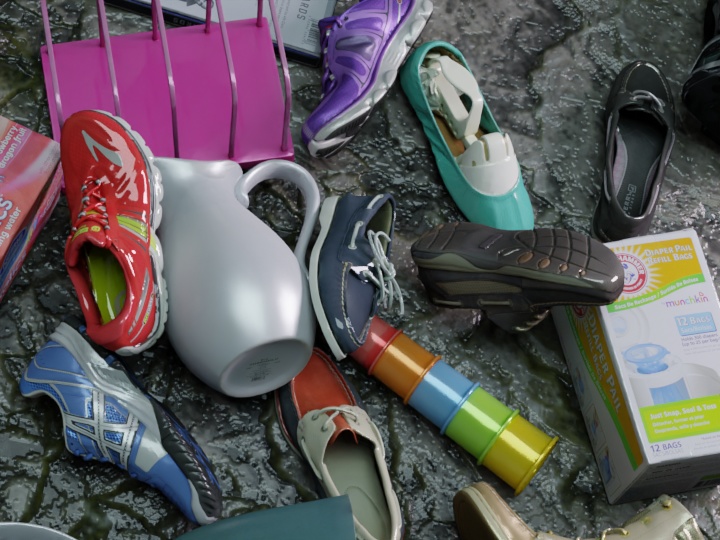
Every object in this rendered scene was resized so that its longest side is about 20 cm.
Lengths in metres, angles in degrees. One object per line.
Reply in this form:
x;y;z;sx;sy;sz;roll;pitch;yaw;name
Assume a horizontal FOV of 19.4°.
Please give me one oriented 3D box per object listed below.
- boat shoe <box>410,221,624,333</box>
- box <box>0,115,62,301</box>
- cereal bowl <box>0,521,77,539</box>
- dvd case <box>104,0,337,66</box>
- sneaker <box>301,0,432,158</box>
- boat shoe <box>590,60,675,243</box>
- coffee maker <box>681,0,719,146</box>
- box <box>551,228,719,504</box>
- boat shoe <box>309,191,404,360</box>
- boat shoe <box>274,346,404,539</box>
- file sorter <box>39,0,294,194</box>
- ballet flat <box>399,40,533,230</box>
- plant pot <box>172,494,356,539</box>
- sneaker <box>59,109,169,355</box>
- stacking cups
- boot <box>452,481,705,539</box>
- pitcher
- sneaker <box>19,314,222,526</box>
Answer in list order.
0.134;0.009;1.745;0.200;0.073;0.074;11;33;39;boat shoe
-0.325;-0.024;1.685;0.103;0.095;0.200;26;62;1;box
-0.262;0.292;1.551;0.200;0.083;0.200;3;64;-7;cereal bowl
-0.116;-0.276;1.894;0.200;0.025;0.150;17;62;-5;dvd case
-0.011;-0.179;1.841;0.083;0.081;0.200;31;53;-5;sneaker
0.250;-0.111;1.878;0.067;0.057;0.200;16;63;-5;boat shoe
0.399;-0.200;1.913;0.192;0.135;0.200;21;63;-3;coffee maker
0.244;0.079;1.761;0.112;0.101;0.200;-8;67;-17;box
0.000;0.000;1.723;0.062;0.075;0.200;-13;28;12;boat shoe
-0.015;0.145;1.694;0.071;0.063;0.200;-13;67;-16;boat shoe
-0.163;-0.166;1.759;0.200;0.125;0.139;-9;66;-8;file sorter
0.095;-0.117;1.839;0.067;0.070;0.200;-21;72;-21;ballet flat
-0.080;0.272;1.551;0.161;0.201;0.201;-5;66;-3;plant pot
-0.197;-0.034;1.640;0.077;0.085;0.200;-16;81;19;sneaker
0.065;0.106;1.737;0.200;0.061;0.061;34;62;9;stacking cups
0.184;0.221;1.693;0.155;0.073;0.200;-37;81;-22;boot
-0.091;-0.005;1.722;0.171;0.121;0.200;-13;57;-21;pitcher
-0.187;0.130;1.667;0.077;0.076;0.200;-43;80;-3;sneaker
